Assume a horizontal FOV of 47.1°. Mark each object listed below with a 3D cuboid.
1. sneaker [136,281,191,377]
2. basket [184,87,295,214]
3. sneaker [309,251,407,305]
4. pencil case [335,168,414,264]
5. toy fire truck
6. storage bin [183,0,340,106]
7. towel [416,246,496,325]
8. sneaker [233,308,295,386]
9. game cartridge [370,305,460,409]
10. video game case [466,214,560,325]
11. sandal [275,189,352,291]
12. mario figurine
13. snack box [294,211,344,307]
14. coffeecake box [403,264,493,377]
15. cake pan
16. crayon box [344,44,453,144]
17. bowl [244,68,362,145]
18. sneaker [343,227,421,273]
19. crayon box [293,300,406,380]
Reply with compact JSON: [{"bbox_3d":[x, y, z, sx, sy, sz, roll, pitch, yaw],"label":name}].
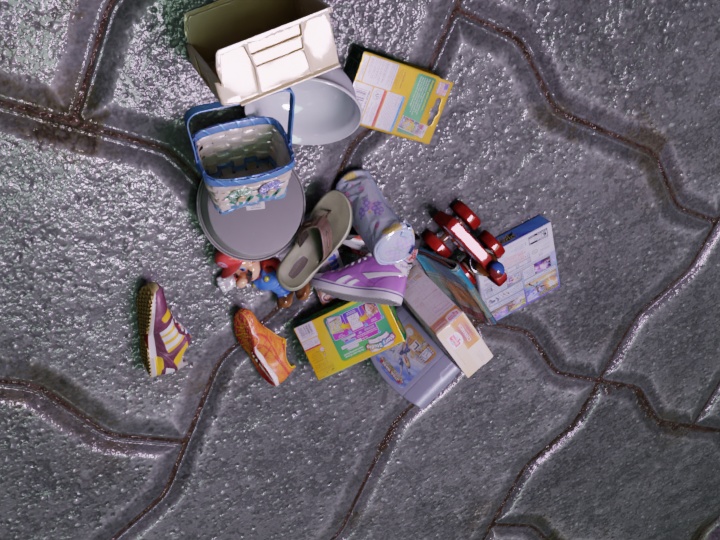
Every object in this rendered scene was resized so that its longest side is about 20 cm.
[{"bbox_3d":[-0.359,0.102,1.525,0.089,0.075,0.203,-13,129,-30],"label":"sneaker"},{"bbox_3d":[-0.184,-0.197,1.322,0.174,0.140,0.202,-17,140,-15],"label":"basket"},{"bbox_3d":[0.000,0.000,1.584,0.073,0.197,0.116,37,62,-64],"label":"sneaker"},{"bbox_3d":[0.024,-0.100,1.516,0.082,0.201,0.092,-4,130,-31],"label":"pencil case"},{"bbox_3d":[0.223,-0.039,1.656,0.112,0.168,0.200,-43,104,3],"label":"toy fire truck"},{"bbox_3d":[-0.158,-0.355,1.273,0.196,0.200,0.095,-24,129,-12],"label":"storage bin"},{"bbox_3d":[0.193,0.033,1.717,0.022,0.146,0.201,-49,130,-13],"label":"towel"},{"bbox_3d":[-0.192,0.141,1.642,0.077,0.072,0.202,-45,135,-24],"label":"sneaker"},{"bbox_3d":[0.099,0.182,1.723,0.133,0.200,0.042,-43,150,0],"label":"game cartridge"},{"bbox_3d":[0.342,0.000,1.835,0.198,0.045,0.183,-26,125,-11],"label":"video game case"},{"bbox_3d":[-0.079,-0.051,1.479,0.079,0.057,0.203,31,84,5],"label":"sandal"},{"bbox_3d":[-0.190,0.021,1.538,0.199,0.106,0.124,31,103,-38],"label":"mario figurine"},{"bbox_3d":[-0.077,-0.023,1.619,0.071,0.024,0.202,-28,127,-10],"label":"snack box"},{"bbox_3d":[0.169,0.103,1.708,0.073,0.200,0.154,-39,128,-1],"label":"coffeecake box"},{"bbox_3d":[-0.187,-0.116,1.454,0.197,0.037,0.204,-2,96,-20],"label":"cake pan"},{"bbox_3d":[0.058,-0.316,1.500,0.197,0.052,0.127,10,113,-31],"label":"crayon box"},{"bbox_3d":[-0.093,-0.299,1.383,0.197,0.092,0.202,2,158,1],"label":"bowl"},{"bbox_3d":[0.024,-0.028,1.642,0.199,0.067,0.109,4,114,-32],"label":"sneaker"},{"bbox_3d":[-0.020,0.122,1.652,0.198,0.058,0.120,-25,98,8],"label":"crayon box"}]
